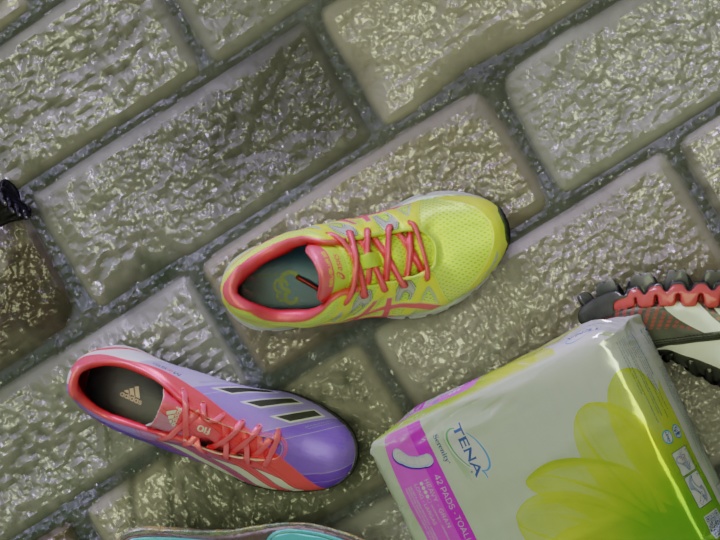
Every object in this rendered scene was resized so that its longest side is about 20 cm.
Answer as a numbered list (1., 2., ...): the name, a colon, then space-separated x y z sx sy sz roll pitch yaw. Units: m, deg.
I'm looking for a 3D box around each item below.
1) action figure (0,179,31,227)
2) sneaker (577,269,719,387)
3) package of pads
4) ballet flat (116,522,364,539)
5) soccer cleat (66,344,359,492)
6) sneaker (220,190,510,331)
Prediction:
1. action figure: -0.319 0.005 1.502 0.119 0.102 0.200 42 96 -4
2. sneaker: 0.235 0.049 1.411 0.199 0.071 0.099 2 89 9
3. package of pads: 0.118 0.129 1.410 0.199 0.068 0.155 -27 88 29
4. ballet flat: -0.066 0.200 1.474 0.199 0.071 0.071 3 91 7
5. soccer cleat: -0.100 0.100 1.474 0.199 0.073 0.069 19 94 10
6. sneaker: 0.000 0.000 1.446 0.199 0.090 0.079 -17 86 9
